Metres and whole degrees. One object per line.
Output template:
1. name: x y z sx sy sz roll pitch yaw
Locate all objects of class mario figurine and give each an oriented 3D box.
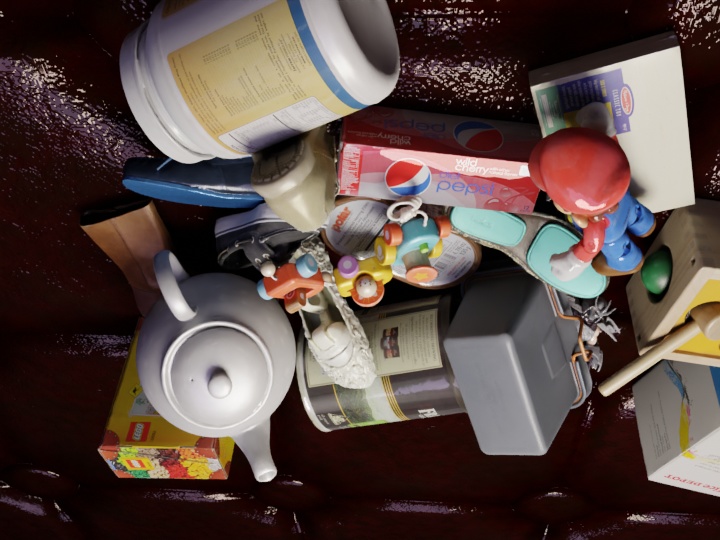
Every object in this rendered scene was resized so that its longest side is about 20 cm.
1. mario figurine: 0.205 -0.071 0.719 0.105 0.125 0.200 -22 147 24

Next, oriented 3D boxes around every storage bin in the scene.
1. storage bin: 0.180 0.107 0.879 0.144 0.134 0.202 -8 115 33

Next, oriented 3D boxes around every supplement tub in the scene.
1. supplement tub: -0.082 -0.179 0.636 0.197 0.146 0.145 -16 136 24

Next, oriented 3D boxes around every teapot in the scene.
1. teapot: -0.159 0.099 0.856 0.197 0.146 0.200 20 97 -13

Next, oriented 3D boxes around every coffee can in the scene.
1. coffee can: 0.038 0.115 0.968 0.197 0.148 0.147 -11 138 20

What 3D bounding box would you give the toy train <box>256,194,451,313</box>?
1. toy train: 0.000 0.000 0.787 0.198 0.056 0.150 -27 159 26

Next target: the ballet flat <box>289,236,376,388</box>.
1. ballet flat: -0.048 0.049 0.878 0.071 0.071 0.202 -26 88 33

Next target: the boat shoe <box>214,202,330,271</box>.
1. boat shoe: -0.099 -0.029 0.815 0.069 0.067 0.198 7 173 -40

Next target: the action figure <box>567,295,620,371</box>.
1. action figure: 0.239 0.092 0.977 0.130 0.070 0.200 40 126 -12

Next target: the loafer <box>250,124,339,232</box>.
1. loafer: -0.057 -0.089 0.699 0.075 0.201 0.069 -22 112 12

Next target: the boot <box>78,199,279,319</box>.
1. boot: -0.211 -0.010 0.933 0.185 0.069 0.202 -2 132 21

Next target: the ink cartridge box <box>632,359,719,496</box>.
1. ink cartridge box: 0.472 0.178 0.993 0.145 0.146 0.201 16 139 -12

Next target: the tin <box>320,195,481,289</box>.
1. tin: 0.047 -0.041 0.870 0.198 0.042 0.112 21 133 -18

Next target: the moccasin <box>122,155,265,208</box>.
1. moccasin: -0.140 -0.103 0.793 0.197 0.069 0.080 4 174 -16

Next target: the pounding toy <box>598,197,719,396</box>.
1. pounding toy: 0.377 0.041 0.845 0.197 0.144 0.185 8 140 -3

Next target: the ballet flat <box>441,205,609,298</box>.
1. ballet flat: 0.175 -0.041 0.824 0.198 0.076 0.068 26 113 -8

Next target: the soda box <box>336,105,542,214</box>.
1. soda box: 0.076 -0.109 0.756 0.196 0.071 0.064 6 136 -2

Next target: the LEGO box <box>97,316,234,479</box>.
1. LEGO box: -0.233 0.161 1.008 0.146 0.202 0.078 -1 140 8

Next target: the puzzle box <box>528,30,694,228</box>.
1. puzzle box: 0.249 -0.126 0.754 0.131 0.026 0.201 -11 137 19
